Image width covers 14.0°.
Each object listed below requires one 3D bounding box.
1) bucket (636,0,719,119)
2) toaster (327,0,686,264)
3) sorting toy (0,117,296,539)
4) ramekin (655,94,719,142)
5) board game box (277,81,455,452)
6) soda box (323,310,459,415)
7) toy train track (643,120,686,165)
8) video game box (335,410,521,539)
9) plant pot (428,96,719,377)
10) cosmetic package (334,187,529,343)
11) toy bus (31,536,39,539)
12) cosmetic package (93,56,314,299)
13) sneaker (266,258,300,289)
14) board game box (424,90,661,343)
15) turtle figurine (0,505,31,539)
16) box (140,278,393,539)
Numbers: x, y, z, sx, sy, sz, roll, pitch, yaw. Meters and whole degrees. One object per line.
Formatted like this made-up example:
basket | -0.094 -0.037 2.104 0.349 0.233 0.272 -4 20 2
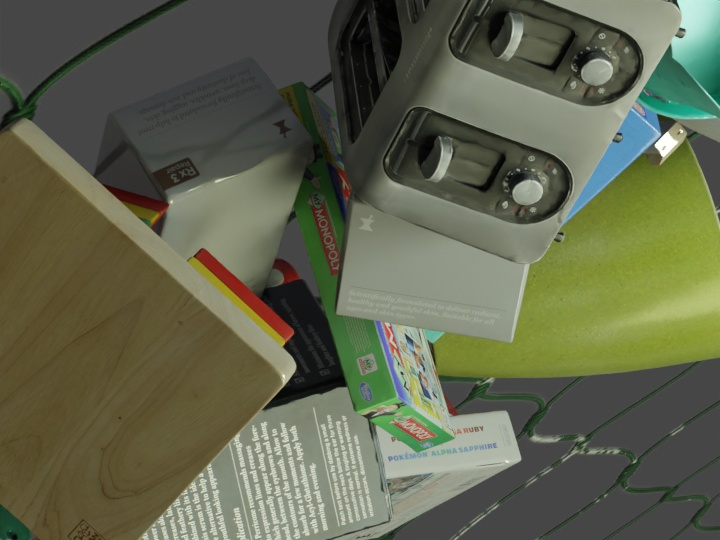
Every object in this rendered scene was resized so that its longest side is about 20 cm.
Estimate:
bucket | 0.221 -0.172 1.625 0.207 0.207 0.135 -30 -162 -15
toaster | 0.074 -0.137 1.535 0.119 0.200 0.181 16 127 -19
sorting toy | -0.154 0.036 1.608 0.200 0.199 0.070 -47 -179 35
ramekin | 0.262 -0.165 1.826 0.200 0.098 0.201 -41 142 -42
board game box | 0.000 0.000 1.733 0.029 0.200 0.135 -20 162 11
soda box | 0.005 0.086 2.119 0.063 0.070 0.200 -36 160 9
toy train track | 0.153 -0.076 1.888 0.115 0.033 0.200 -45 -162 -17
video game box | -0.014 0.157 2.113 0.182 0.047 0.200 -7 164 -36
plant pot | 0.130 -0.003 2.006 0.200 0.187 0.187 -16 157 -7
cosmetic package | 0.049 -0.054 1.658 0.200 0.107 0.090 -77 177 -52
toy bus | -0.188 0.224 1.992 0.192 0.136 0.200 -15 -174 17
cosmetic package | -0.102 -0.028 1.697 0.102 0.074 0.200 -24 155 -27
sneaker | -0.083 0.064 1.931 0.085 0.077 0.200 -28 161 -36
board game box | 0.097 -0.065 1.839 0.200 0.045 0.152 -42 -159 21
turtle figurine | -0.302 0.231 1.932 0.150 0.101 0.200 -7 140 -52
box | -0.100 0.104 1.778 0.200 0.148 0.107 -15 116 -9
